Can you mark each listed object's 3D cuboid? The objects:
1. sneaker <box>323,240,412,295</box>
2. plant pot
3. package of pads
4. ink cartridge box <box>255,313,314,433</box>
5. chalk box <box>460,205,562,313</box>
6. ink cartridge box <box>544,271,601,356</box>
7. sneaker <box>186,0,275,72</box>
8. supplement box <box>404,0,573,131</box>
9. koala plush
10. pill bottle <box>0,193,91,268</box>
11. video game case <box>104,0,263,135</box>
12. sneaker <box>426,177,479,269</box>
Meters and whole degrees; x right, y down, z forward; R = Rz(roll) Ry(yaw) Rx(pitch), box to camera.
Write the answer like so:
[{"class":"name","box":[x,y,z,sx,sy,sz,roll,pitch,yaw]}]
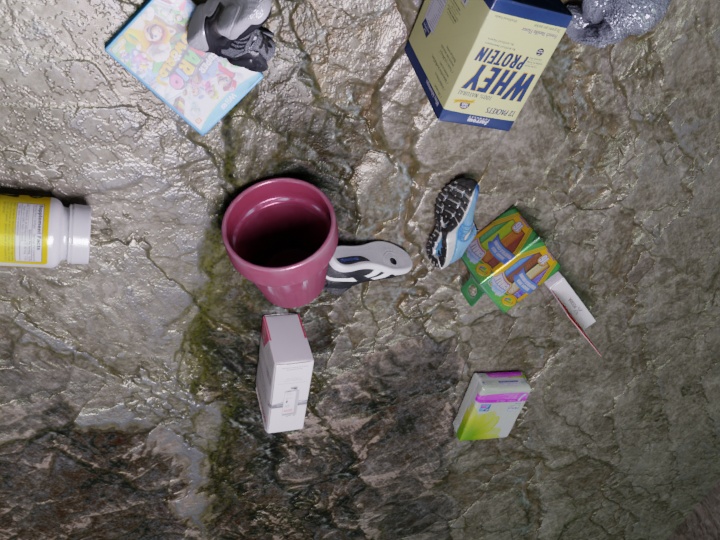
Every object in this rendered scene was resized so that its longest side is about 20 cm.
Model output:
[{"class":"sneaker","box":[0.000,0.000,1.395,0.198,0.074,0.112,2,146,-34]},{"class":"plant pot","box":[-0.134,-0.033,1.239,0.197,0.202,0.180,-17,147,-8]},{"class":"package of pads","box":[0.341,0.351,1.797,0.152,0.069,0.202,2,127,-21]},{"class":"ink cartridge box","box":[-0.161,0.213,1.437,0.082,0.147,0.202,-3,128,-19]},{"class":"chalk box","box":[0.293,-0.009,1.456,0.199,0.125,0.124,-39,131,10]},{"class":"ink cartridge box","box":[0.478,0.079,1.563,0.045,0.177,0.200,-39,131,11]},{"class":"sneaker","box":[-0.155,-0.338,0.973,0.113,0.199,0.077,16,83,-39]},{"class":"supplement box","box":[0.185,-0.362,1.067,0.132,0.202,0.201,3,137,-23]},{"class":"koala plush","box":[0.388,-0.481,1.105,0.177,0.184,0.200,-41,118,12]},{"class":"pill bottle","box":[-0.533,-0.062,1.096,0.197,0.115,0.115,3,126,-23]},{"class":"video game case","box":[-0.265,-0.319,1.062,0.143,0.018,0.200,-40,130,11]},{"class":"sneaker","box":[0.197,-0.100,1.397,0.089,0.078,0.202,-15,137,-35]}]
